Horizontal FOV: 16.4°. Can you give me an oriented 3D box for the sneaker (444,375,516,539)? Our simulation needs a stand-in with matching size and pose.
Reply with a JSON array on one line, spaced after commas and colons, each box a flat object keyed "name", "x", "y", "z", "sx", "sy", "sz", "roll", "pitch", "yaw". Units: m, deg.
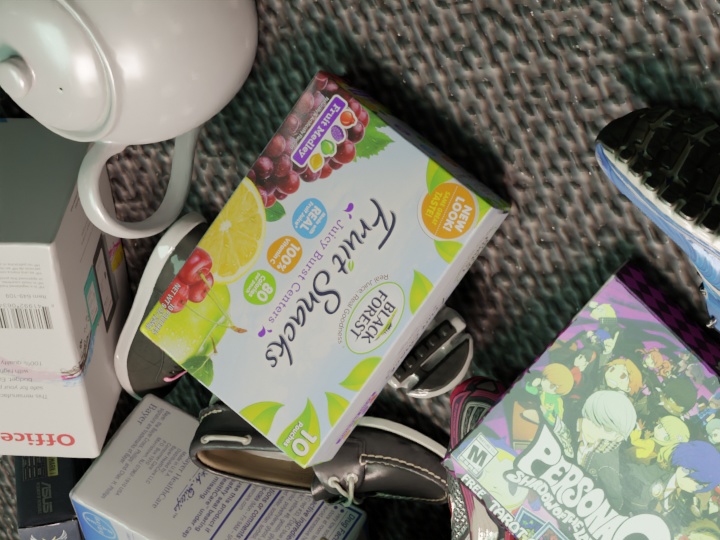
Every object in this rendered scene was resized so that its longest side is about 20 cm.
[{"name": "sneaker", "x": 0.092, "y": 0.155, "z": 1.657, "sx": 0.075, "sy": 0.080, "sz": 0.201, "roll": 43, "pitch": 141, "yaw": 37}]

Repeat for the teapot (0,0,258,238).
[{"name": "teapot", "x": -0.170, "y": -0.150, "z": 1.586, "sx": 0.200, "sy": 0.146, "sz": 0.198, "roll": 39, "pitch": 144, "yaw": 13}]

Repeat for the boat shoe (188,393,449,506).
[{"name": "boat shoe", "x": -0.023, "y": 0.133, "z": 1.733, "sx": 0.199, "sy": 0.061, "sz": 0.074, "roll": 17, "pitch": 145, "yaw": 15}]

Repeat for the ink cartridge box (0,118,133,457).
[{"name": "ink cartridge box", "x": -0.256, "y": 0.013, "z": 1.791, "sx": 0.146, "sy": 0.146, "sz": 0.201, "roll": 1, "pitch": 130, "yaw": 9}]

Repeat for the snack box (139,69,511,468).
[{"name": "snack box", "x": -0.022, "y": 0.000, "z": 1.543, "sx": 0.142, "sy": 0.053, "sz": 0.200, "roll": 38, "pitch": 101, "yaw": 13}]

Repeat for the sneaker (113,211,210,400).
[{"name": "sneaker", "x": -0.113, "y": 0.054, "z": 1.780, "sx": 0.099, "sy": 0.071, "sz": 0.200, "roll": 40, "pitch": 143, "yaw": 15}]

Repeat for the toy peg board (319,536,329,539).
[{"name": "toy peg board", "x": 0.053, "y": 0.292, "z": 1.721, "sx": 0.199, "sy": 0.098, "sz": 0.199, "roll": 32, "pitch": 175, "yaw": 24}]

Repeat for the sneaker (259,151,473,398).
[{"name": "sneaker", "x": 0.000, "y": 0.000, "z": 1.610, "sx": 0.200, "sy": 0.075, "sz": 0.081, "roll": 55, "pitch": -176, "yaw": 11}]

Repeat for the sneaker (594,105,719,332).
[{"name": "sneaker", "x": 0.202, "y": -0.006, "z": 1.373, "sx": 0.200, "sy": 0.079, "sz": 0.089, "roll": 43, "pitch": 143, "yaw": 8}]

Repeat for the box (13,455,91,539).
[{"name": "box", "x": -0.235, "y": 0.182, "z": 1.951, "sx": 0.201, "sy": 0.051, "sz": 0.158, "roll": -104, "pitch": 4, "yaw": -51}]

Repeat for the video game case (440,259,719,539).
[{"name": "video game case", "x": 0.174, "y": 0.125, "z": 1.507, "sx": 0.200, "sy": 0.036, "sz": 0.181, "roll": 45, "pitch": 120, "yaw": 6}]

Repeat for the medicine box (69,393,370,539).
[{"name": "medicine box", "x": -0.095, "y": 0.213, "z": 1.841, "sx": 0.199, "sy": 0.103, "sz": 0.183, "roll": 27, "pitch": 153, "yaw": 20}]
